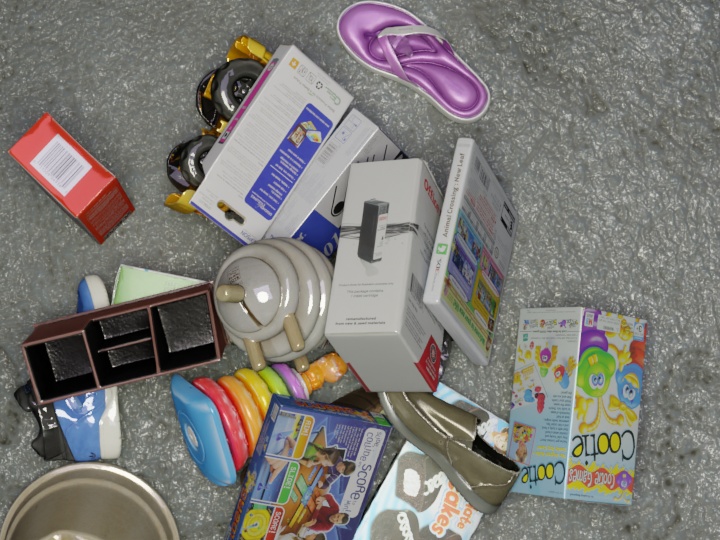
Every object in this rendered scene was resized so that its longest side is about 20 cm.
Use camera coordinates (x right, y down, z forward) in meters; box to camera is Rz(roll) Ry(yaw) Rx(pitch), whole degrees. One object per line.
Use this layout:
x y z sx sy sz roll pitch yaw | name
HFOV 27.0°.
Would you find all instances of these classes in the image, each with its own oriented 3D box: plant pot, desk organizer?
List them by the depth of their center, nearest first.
-0.288 0.314 1.538 0.198 0.183 0.203 0 94 -4 | plant pot
-0.240 0.075 1.541 0.198 0.077 0.073 -14 101 3 | desk organizer

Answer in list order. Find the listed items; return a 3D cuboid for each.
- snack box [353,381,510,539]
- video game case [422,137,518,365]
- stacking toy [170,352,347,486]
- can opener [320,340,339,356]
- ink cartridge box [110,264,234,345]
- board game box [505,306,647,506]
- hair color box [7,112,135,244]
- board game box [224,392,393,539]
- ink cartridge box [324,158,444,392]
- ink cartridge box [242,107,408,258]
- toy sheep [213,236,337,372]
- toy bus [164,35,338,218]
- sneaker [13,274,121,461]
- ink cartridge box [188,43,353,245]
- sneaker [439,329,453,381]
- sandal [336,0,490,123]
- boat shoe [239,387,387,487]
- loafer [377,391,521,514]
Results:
0.086 0.240 1.660 0.115 0.037 0.201 30 82 -1 | snack box
0.120 -0.016 1.603 0.022 0.200 0.184 6 70 22 | video game case
-0.099 0.140 1.639 0.199 0.116 0.111 -25 115 -23 | stacking toy
0.000 0.000 1.676 0.066 0.053 0.202 18 80 -3 | can opener
-0.167 0.045 1.633 0.198 0.104 0.060 11 84 -2 | ink cartridge box
0.234 0.147 1.631 0.102 0.104 0.203 11 82 -34 | board game box
-0.303 -0.094 1.592 0.101 0.200 0.061 43 82 2 | hair color box
-0.059 0.238 1.596 0.134 0.034 0.202 14 104 -24 | board game box
0.035 0.006 1.549 0.083 0.145 0.202 -1 62 20 | ink cartridge box
-0.038 -0.072 1.629 0.044 0.094 0.200 40 92 28 | ink cartridge box
-0.084 0.031 1.516 0.136 0.200 0.140 -3 83 23 | toy sheep
-0.104 -0.130 1.656 0.191 0.136 0.202 26 84 -16 | toy bus
-0.322 0.108 1.629 0.110 0.077 0.203 -4 90 -14 | sneaker
-0.097 -0.130 1.575 0.094 0.037 0.201 37 79 -30 | ink cartridge box
0.058 0.030 1.671 0.103 0.060 0.201 -27 89 -11 | sneaker
0.066 -0.246 1.708 0.202 0.050 0.083 32 82 1 | sandal
-0.035 0.203 1.650 0.199 0.072 0.077 -32 112 -7 | boat shoe
0.097 0.168 1.607 0.070 0.075 0.200 -41 98 21 | loafer
